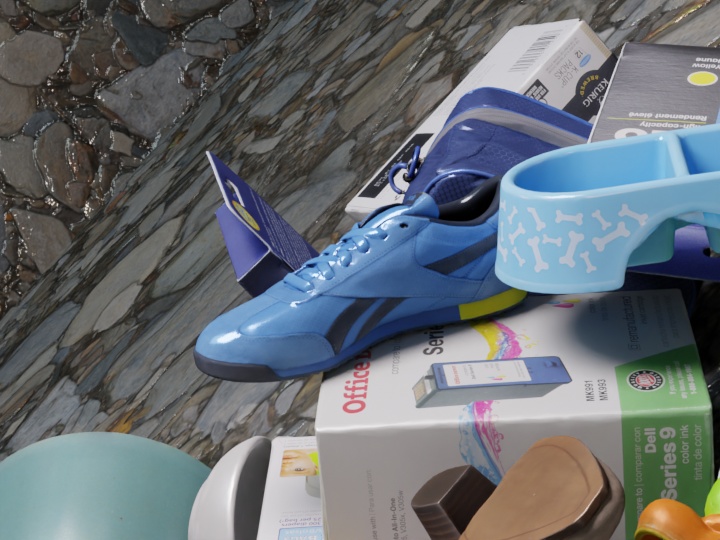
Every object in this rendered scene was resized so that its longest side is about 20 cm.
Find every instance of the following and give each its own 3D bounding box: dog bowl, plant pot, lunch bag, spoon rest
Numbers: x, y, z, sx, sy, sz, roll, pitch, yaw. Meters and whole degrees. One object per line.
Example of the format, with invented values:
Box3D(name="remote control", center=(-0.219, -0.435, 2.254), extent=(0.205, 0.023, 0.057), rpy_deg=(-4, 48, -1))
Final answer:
Box3D(name="dog bowl", center=(0.163, -0.037, 0.926), extent=(0.200, 0.050, 0.111), rpy_deg=(-8, 18, 8))
Box3D(name="plant pot", center=(-0.177, 0.236, 1.222), extent=(0.201, 0.201, 0.161), rpy_deg=(-37, 28, 25))
Box3D(name="lunch bag", center=(0.108, -0.018, 1.120), extent=(0.132, 0.200, 0.136), rpy_deg=(-65, 0, -56))
Box3D(name="spoon rest", center=(-0.076, 0.190, 1.048), extent=(0.061, 0.099, 0.200), rpy_deg=(9, 61, 18))

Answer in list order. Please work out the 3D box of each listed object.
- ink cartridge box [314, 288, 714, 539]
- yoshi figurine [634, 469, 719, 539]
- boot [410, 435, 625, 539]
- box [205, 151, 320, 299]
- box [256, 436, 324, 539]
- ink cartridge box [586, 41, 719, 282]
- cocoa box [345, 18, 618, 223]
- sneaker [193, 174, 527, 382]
Box3D(name="ink cartridge box", center=(0.080, 0.081, 0.971), extent=(0.200, 0.088, 0.145), rpy_deg=(-5, 23, 6))
Box3D(name="yoshi figurine", center=(0.197, 0.072, 0.862), extent=(0.200, 0.112, 0.112), rpy_deg=(-47, 9, -21))
Box3D(name="boot", center=(0.103, 0.149, 0.815), extent=(0.070, 0.146, 0.200), rpy_deg=(-44, 10, -15))
Box3D(name="box", center=(-0.026, 0.018, 1.094), extent=(0.032, 0.200, 0.121), rpy_deg=(-43, 22, 6))
Box3D(name="box", center=(0.002, 0.180, 0.993), extent=(0.112, 0.102, 0.200), rpy_deg=(-2, 24, 4))
Box3D(name="ink cartridge box", center=(0.228, -0.063, 1.031), extent=(0.197, 0.047, 0.200), rpy_deg=(7, 34, 14))
Box3D(name="cocoa box", center=(0.116, -0.069, 1.360), extent=(0.200, 0.131, 0.133), rpy_deg=(-47, 17, -10))
Box3D(name="sneaker", center=(0.000, 0.000, 0.972), extent=(0.200, 0.079, 0.066), rpy_deg=(-18, 27, -22))
